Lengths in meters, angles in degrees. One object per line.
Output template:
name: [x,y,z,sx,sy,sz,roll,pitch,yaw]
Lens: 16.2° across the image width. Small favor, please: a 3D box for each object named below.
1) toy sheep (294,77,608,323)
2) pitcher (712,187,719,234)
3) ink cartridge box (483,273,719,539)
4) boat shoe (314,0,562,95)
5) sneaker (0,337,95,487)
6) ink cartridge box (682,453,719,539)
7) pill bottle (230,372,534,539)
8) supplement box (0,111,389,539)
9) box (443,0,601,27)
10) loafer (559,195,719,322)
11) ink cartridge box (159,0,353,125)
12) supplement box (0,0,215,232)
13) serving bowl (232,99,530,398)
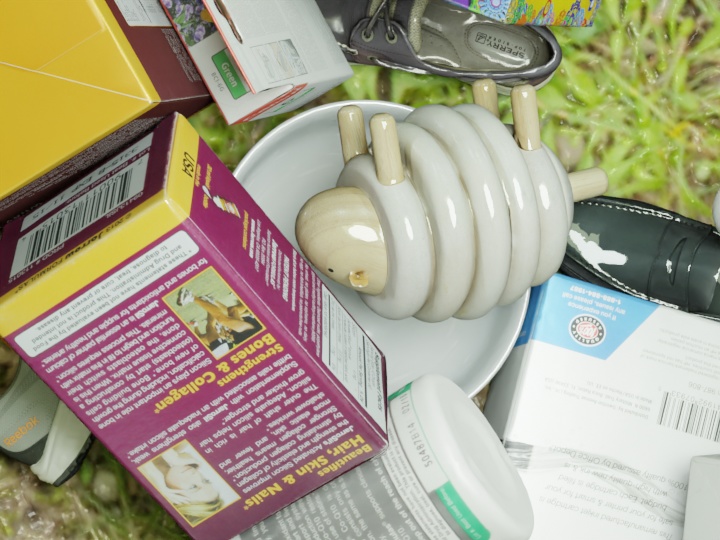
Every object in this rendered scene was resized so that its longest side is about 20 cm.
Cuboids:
toy sheep: [0.056,-0.037,1.450,0.199,0.138,0.138,-12,86,-19]
pitcher: [0.327,-0.013,1.545,0.171,0.121,0.200,-33,67,-31]
ink cartridge box: [0.145,0.119,1.539,0.144,0.084,0.201,17,80,-10]
boat shoe: [0.030,-0.156,1.554,0.199,0.065,0.072,16,84,-6]
sneaker: [-0.162,0.024,1.491,0.079,0.074,0.201,27,79,-3]
ink cartridge box: [0.267,0.170,1.529,0.200,0.067,0.117,4,93,-56]
pill bottle: [-0.010,0.156,1.454,0.200,0.113,0.113,-33,91,13]
supplement box: [-0.092,0.036,1.391,0.131,0.103,0.200,-31,116,17]
box: [0.041,-0.230,1.456,0.200,0.193,0.122,22,102,17]
loafer: [0.207,-0.003,1.574,0.200,0.070,0.068,20,79,-9]
ink cartridge box: [-0.072,-0.142,1.442,0.050,0.200,0.109,-29,90,17]
supplement box: [-0.205,-0.103,1.398,0.197,0.200,0.133,-30,90,11]
serving bowl: [0.000,0.000,1.531,0.199,0.066,0.201,1,84,-12]
